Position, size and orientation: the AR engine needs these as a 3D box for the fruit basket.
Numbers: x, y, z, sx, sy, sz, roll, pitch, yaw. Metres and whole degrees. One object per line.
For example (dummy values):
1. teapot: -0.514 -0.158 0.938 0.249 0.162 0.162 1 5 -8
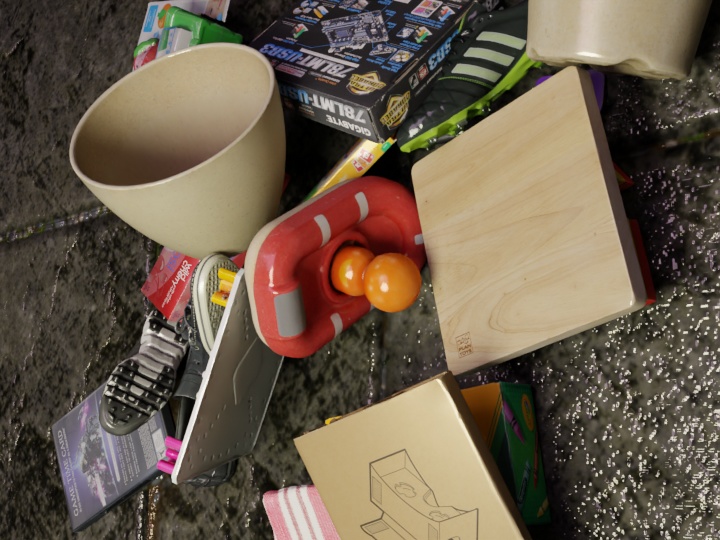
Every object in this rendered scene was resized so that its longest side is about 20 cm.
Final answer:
1. fruit basket: -0.232 -0.238 1.234 0.199 0.093 0.187 14 90 44

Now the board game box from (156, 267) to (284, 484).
1. board game box: -0.119 0.093 1.005 0.026 0.200 0.202 19 94 14

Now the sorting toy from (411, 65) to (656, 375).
1. sorting toy: 0.148 -0.033 0.875 0.199 0.069 0.201 -28 65 45

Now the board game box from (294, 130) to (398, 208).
1. board game box: -0.019 -0.092 1.031 0.030 0.096 0.200 44 114 -9

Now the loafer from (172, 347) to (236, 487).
1. loafer: -0.166 0.130 1.115 0.068 0.070 0.203 -6 77 39

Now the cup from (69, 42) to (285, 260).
1. cup: -0.149 -0.095 0.970 0.198 0.144 0.202 -12 44 12

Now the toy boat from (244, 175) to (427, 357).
1. toy boat: 0.000 0.000 0.928 0.130 0.199 0.132 18 129 37

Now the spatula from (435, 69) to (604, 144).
1. spatula: 0.131 -0.141 0.957 0.199 0.020 0.057 -11 62 40

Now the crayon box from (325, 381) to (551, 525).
1. crayon box: 0.064 0.176 0.922 0.199 0.058 0.120 -18 72 36

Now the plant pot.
1. plant pot: 0.210 -0.253 0.822 0.199 0.199 0.186 16 102 40

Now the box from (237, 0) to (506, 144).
1. box: 0.006 -0.222 0.995 0.199 0.050 0.199 24 62 39

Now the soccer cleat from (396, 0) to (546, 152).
1. soccer cleat: 0.101 -0.183 0.920 0.199 0.068 0.081 -39 86 -5

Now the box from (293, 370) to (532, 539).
1. box: 0.050 0.200 0.837 0.163 0.021 0.202 -27 87 32

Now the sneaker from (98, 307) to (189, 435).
1. sneaker: -0.240 0.126 1.137 0.091 0.066 0.201 -59 8 33

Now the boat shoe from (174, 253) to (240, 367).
1. boat shoe: -0.147 0.048 1.018 0.062 0.201 0.075 22 62 13

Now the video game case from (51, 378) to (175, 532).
1. video game case: -0.298 0.206 1.244 0.199 0.019 0.144 -37 59 29

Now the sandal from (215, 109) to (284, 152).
1. sandal: -0.149 -0.127 1.077 0.200 0.054 0.082 -49 56 12

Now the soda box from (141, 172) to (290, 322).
1. soda box: -0.161 -0.040 1.147 0.063 0.070 0.201 38 105 36

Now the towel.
1. towel: 0.012 0.249 0.904 0.198 0.030 0.148 -16 96 33
